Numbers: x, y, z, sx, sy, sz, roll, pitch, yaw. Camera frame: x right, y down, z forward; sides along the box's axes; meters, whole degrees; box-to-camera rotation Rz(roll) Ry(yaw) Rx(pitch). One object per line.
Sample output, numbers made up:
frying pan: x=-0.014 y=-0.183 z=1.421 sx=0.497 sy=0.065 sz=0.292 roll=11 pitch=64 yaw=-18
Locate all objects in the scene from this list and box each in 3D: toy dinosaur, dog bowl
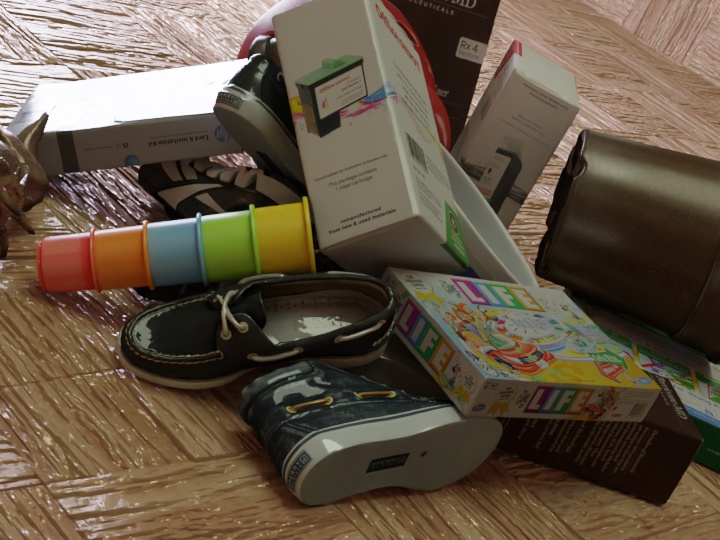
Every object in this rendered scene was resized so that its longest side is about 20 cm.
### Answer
toy dinosaur: x=-0.274 y=-0.069 z=1.043 sx=0.135 sy=0.086 sz=0.200 roll=31 pitch=18 yaw=12
dog bowl: x=0.073 y=-0.032 z=1.238 sx=0.200 sy=0.079 sz=0.200 roll=50 pitch=13 yaw=-16

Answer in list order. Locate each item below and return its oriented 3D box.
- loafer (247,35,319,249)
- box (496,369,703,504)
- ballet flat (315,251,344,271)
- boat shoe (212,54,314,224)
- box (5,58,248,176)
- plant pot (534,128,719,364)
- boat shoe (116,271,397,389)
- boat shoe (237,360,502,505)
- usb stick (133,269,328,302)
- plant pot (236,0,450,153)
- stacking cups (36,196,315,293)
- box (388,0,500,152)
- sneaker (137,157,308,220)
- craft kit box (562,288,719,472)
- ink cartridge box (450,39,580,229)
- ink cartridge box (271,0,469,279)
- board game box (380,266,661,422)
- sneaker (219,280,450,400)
loafer: x=-0.053 y=-0.107 z=1.228 sx=0.070 sy=0.202 sz=0.073 roll=-4 pitch=15 yaw=12
box: x=0.170 y=0.111 z=1.144 sx=0.198 sy=0.075 sz=0.100 roll=21 pitch=22 yaw=-17
ballet flat: x=0.000 y=0.000 z=1.236 sx=0.067 sy=0.047 sz=0.199 roll=37 pitch=24 yaw=24
boat shoe: x=-0.051 y=-0.098 z=1.138 sx=0.068 sy=0.057 sz=0.200 roll=21 pitch=-18 yaw=32
box: x=-0.195 y=-0.133 z=1.201 sx=0.198 sy=0.042 sz=0.156 roll=-8 pitch=24 yaw=2
plant pot: x=0.284 y=-0.037 z=1.352 sx=0.196 sy=0.202 sz=0.200 roll=19 pitch=21 yaw=2
boat shoe: x=-0.070 y=0.037 z=0.977 sx=0.198 sy=0.061 sz=0.075 roll=-1 pitch=59 yaw=-12
boat shoe: x=0.011 y=0.103 z=0.980 sx=0.199 sy=0.071 sz=0.091 roll=0 pitch=37 yaw=-44
usb stick: x=-0.084 y=0.014 z=1.101 sx=0.198 sy=0.056 sz=0.033 roll=12 pitch=36 yaw=-31
plant pot: x=-0.014 y=-0.149 z=1.369 sx=0.199 sy=0.201 sz=0.183 roll=14 pitch=33 yaw=-28
stacking cups: x=-0.132 y=-0.013 z=1.004 sx=0.198 sy=0.061 sz=0.061 roll=-6 pitch=27 yaw=-5
box: x=0.029 y=-0.247 z=1.577 sx=0.165 sy=0.202 sz=0.164 roll=10 pitch=11 yaw=-32
sneaker: x=-0.134 y=-0.048 z=1.167 sx=0.199 sy=0.091 sz=0.066 roll=16 pitch=-19 yaw=44
craft kit box: x=0.280 y=0.101 z=1.328 sx=0.198 sy=0.049 sz=0.198 roll=26 pitch=24 yaw=-2
ink cartridge box: x=0.146 y=-0.124 z=1.470 sx=0.084 sy=0.201 sz=0.146 roll=29 pitch=21 yaw=-5
ink cartridge box: x=0.009 y=-0.099 z=1.087 sx=0.145 sy=0.083 sz=0.202 roll=38 pitch=37 yaw=-65
board game box: x=0.119 y=0.058 z=1.059 sx=0.199 sy=0.034 sz=0.135 roll=7 pitch=30 yaw=-41
sneaker: x=-0.014 y=0.050 z=1.091 sx=0.199 sy=0.074 sz=0.116 roll=35 pitch=19 yaw=1
